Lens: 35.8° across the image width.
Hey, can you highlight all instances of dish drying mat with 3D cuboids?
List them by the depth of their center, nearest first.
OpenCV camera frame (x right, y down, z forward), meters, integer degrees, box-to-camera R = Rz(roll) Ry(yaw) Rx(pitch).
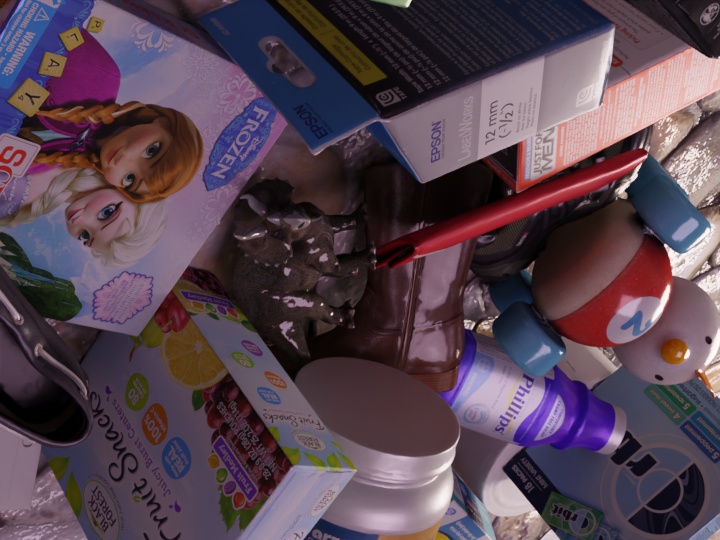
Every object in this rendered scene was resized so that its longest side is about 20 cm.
[{"bbox_3d":[0.105,-0.042,0.781,0.200,0.018,0.077,-20,176,-24],"label":"dish drying mat"}]

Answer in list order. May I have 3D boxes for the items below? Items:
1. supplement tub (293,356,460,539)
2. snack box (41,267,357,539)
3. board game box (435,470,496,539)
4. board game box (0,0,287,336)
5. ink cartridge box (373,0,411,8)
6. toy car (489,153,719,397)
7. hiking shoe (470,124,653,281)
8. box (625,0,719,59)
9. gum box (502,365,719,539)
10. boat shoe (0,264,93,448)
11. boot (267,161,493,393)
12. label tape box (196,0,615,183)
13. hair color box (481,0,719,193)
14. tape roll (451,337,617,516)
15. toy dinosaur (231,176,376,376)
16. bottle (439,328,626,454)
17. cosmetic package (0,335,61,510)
[{"bbox_3d":[-0.018,0.179,0.813,0.145,0.145,0.200,-2,121,-40],"label":"supplement tub"},{"bbox_3d":[-0.118,0.121,0.741,0.068,0.200,0.169,16,117,-48],"label":"snack box"},{"bbox_3d":[0.015,0.259,1.075,0.200,0.047,0.151,-23,145,11],"label":"board game box"},{"bbox_3d":[-0.161,-0.062,0.647,0.199,0.041,0.200,17,116,-49],"label":"board game box"},{"bbox_3d":[0.001,-0.247,0.510,0.083,0.147,0.200,1,128,-44],"label":"ink cartridge box"},{"bbox_3d":[0.242,0.040,0.936,0.184,0.200,0.177,-44,-171,16],"label":"toy car"},{"bbox_3d":[0.145,-0.076,0.872,0.200,0.076,0.101,-47,146,11],"label":"hiking shoe"},{"bbox_3d":[0.147,-0.228,0.611,0.122,0.200,0.106,-50,143,14],"label":"box"},{"bbox_3d":[0.264,0.189,1.055,0.200,0.170,0.045,-42,144,2],"label":"gum box"},{"bbox_3d":[-0.206,0.023,0.577,0.073,0.063,0.200,-44,127,-13],"label":"boat shoe"},{"bbox_3d":[0.000,0.000,0.839,0.186,0.064,0.200,-2,120,-13],"label":"boot"},{"bbox_3d":[0.026,-0.124,0.660,0.200,0.143,0.066,-26,141,-19],"label":"label tape box"},{"bbox_3d":[0.159,-0.145,0.783,0.200,0.111,0.064,-26,141,-17],"label":"hair color box"},{"bbox_3d":[0.189,0.163,1.163,0.202,0.071,0.203,-23,140,-21],"label":"tape roll"},{"bbox_3d":[-0.048,-0.001,0.772,0.102,0.077,0.200,3,144,-13],"label":"toy dinosaur"},{"bbox_3d":[0.147,0.117,1.014,0.200,0.065,0.084,22,105,-18],"label":"bottle"},{"bbox_3d":[-0.279,0.074,0.619,0.200,0.081,0.113,8,91,-45],"label":"cosmetic package"}]
